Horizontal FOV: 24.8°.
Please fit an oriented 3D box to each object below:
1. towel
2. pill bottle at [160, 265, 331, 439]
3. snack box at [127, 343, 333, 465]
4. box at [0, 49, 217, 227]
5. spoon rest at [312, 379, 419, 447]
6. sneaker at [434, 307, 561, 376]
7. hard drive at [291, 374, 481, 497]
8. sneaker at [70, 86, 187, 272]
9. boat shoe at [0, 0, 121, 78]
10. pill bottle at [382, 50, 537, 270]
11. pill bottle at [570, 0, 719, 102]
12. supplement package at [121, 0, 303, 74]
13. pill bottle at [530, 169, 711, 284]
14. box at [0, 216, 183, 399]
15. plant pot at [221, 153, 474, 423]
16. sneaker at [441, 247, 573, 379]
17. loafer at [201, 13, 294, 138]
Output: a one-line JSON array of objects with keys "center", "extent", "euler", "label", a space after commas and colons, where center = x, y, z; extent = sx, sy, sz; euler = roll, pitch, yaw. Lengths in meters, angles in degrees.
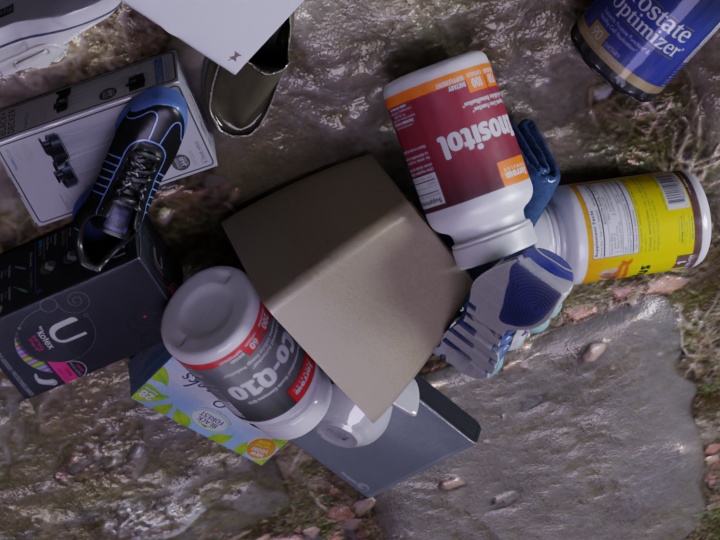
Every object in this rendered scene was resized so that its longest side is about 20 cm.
[{"center": [0.140, -0.058, 1.748], "extent": [0.048, 0.112, 0.200], "euler": [5, 131, -29], "label": "towel"}, {"center": [-0.114, 0.093, 1.732], "extent": [0.114, 0.114, 0.200], "euler": [-27, 139, 12], "label": "pill bottle"}, {"center": [-0.137, 0.116, 1.873], "extent": [0.200, 0.068, 0.169], "euler": [33, 116, -31], "label": "snack box"}, {"center": [-0.257, -0.132, 1.644], "extent": [0.199, 0.060, 0.117], "euler": [-19, 131, 5], "label": "box"}, {"center": [0.006, 0.150, 1.819], "extent": [0.099, 0.061, 0.200], "euler": [32, 151, -18], "label": "spoon rest"}, {"center": [0.136, 0.036, 1.852], "extent": [0.139, 0.078, 0.200], "euler": [21, 122, -27], "label": "sneaker"}, {"center": [0.024, 0.187, 1.908], "extent": [0.139, 0.033, 0.200], "euler": [38, 136, -18], "label": "hard drive"}, {"center": [-0.224, -0.084, 1.599], "extent": [0.070, 0.078, 0.200], "euler": [18, 125, -25], "label": "sneaker"}, {"center": [-0.309, -0.223, 1.551], "extent": [0.199, 0.072, 0.066], "euler": [-21, 135, 8], "label": "boat shoe"}, {"center": [0.105, -0.109, 1.640], "extent": [0.112, 0.113, 0.201], "euler": [-20, 93, 6], "label": "pill bottle"}, {"center": [0.308, -0.272, 1.603], "extent": [0.112, 0.112, 0.200], "euler": [25, 121, -28], "label": "pill bottle"}, {"center": [-0.128, -0.311, 1.424], "extent": [0.151, 0.200, 0.151], "euler": [31, 119, -32], "label": "supplement package"}, {"center": [0.271, -0.045, 1.778], "extent": [0.199, 0.109, 0.110], "euler": [-8, 131, -11], "label": "pill bottle"}, {"center": [-0.299, 0.031, 1.743], "extent": [0.199, 0.106, 0.122], "euler": [-23, 131, 8], "label": "box"}, {"center": [0.000, 0.000, 1.723], "extent": [0.177, 0.200, 0.200], "euler": [-38, 123, 3], "label": "plant pot"}, {"center": [0.159, 0.019, 1.664], "extent": [0.080, 0.115, 0.200], "euler": [39, 144, 2], "label": "sneaker"}, {"center": [-0.109, -0.207, 1.603], "extent": [0.075, 0.070, 0.201], "euler": [5, 129, -15], "label": "loafer"}]
